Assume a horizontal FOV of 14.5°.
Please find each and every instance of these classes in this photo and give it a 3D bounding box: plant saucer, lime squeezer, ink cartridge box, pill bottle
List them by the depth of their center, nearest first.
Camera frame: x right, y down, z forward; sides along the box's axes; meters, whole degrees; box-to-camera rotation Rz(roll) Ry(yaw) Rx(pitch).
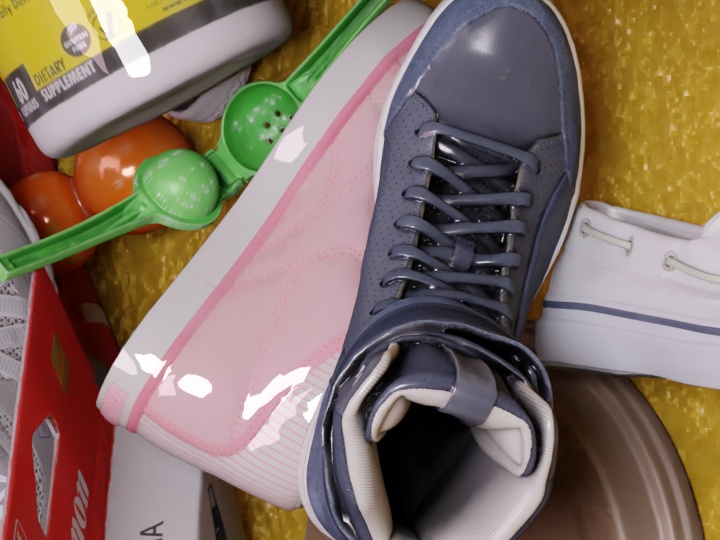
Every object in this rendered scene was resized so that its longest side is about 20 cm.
[{"bbox_3d":[-0.079,0.116,1.024,0.201,0.044,0.177,-92,-12,-55],"label":"ink cartridge box"},{"bbox_3d":[0.044,0.118,1.040,0.199,0.029,0.202,-3,87,47],"label":"plant saucer"},{"bbox_3d":[-0.117,-0.154,1.080,0.111,0.111,0.201,-27,90,42],"label":"pill bottle"},{"bbox_3d":[-0.054,-0.044,1.082,0.038,0.200,0.071,53,168,0],"label":"lime squeezer"}]

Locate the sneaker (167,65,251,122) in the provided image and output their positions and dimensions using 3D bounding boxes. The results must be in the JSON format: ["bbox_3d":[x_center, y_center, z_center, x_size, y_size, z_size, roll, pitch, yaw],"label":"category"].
[{"bbox_3d":[-0.128,-0.137,1.175,0.076,0.113,0.200,-55,52,29],"label":"sneaker"}]

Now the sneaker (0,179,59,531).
[{"bbox_3d":[-0.149,0.035,1.061,0.074,0.082,0.201,-24,85,12],"label":"sneaker"}]

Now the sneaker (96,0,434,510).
[{"bbox_3d":[0.000,0.000,1.042,0.104,0.201,0.075,33,160,8],"label":"sneaker"}]

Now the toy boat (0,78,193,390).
[{"bbox_3d":[-0.128,-0.023,1.185,0.130,0.131,0.201,-29,64,9],"label":"toy boat"}]

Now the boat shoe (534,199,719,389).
[{"bbox_3d":[0.129,0.006,0.921,0.199,0.073,0.067,4,89,48],"label":"boat shoe"}]

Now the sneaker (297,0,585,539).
[{"bbox_3d":[0.036,0.002,0.916,0.146,0.076,0.204,-158,82,-84],"label":"sneaker"}]
